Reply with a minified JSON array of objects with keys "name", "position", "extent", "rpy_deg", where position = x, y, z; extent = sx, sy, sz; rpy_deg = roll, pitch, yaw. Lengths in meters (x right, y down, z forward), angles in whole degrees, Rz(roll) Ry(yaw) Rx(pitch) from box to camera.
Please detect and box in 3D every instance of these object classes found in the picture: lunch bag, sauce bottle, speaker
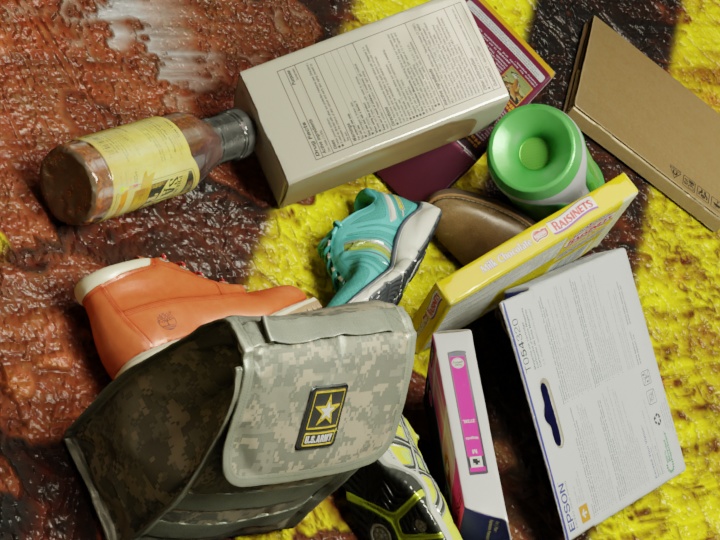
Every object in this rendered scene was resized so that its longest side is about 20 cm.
[{"name":"lunch bag","position":[-0.070,0.095,1.381],"extent":[0.163,0.200,0.118],"rpy_deg":[-4,59,-46]},{"name":"sauce bottle","position":[-0.153,-0.084,1.568],"extent":[0.199,0.066,0.066],"rpy_deg":[-22,73,-48]},{"name":"speaker","position":[0.160,-0.082,1.777],"extent":[0.089,0.088,0.200],"rpy_deg":[58,6,15]}]

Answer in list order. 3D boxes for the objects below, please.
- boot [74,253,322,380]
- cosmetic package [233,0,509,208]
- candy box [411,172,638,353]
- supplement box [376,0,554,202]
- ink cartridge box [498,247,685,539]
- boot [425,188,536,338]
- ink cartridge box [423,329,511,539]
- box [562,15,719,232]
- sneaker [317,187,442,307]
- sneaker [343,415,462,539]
[{"name":"boot","position":[-0.115,0.026,1.506],"extent":[0.199,0.075,0.108],"rpy_deg":[-13,62,-47]},{"name":"cosmetic package","position":[0.008,-0.137,1.674],"extent":[0.198,0.071,0.106],"rpy_deg":[-20,78,-13]},{"name":"candy box","position":[0.129,-0.006,1.675],"extent":[0.199,0.102,0.026],"rpy_deg":[-30,73,-25]},{"name":"supplement box","position":[0.076,-0.149,1.824],"extent":[0.110,0.086,0.200],"rpy_deg":[45,38,-1]},{"name":"ink cartridge box","position":[0.178,0.098,1.685],"extent":[0.199,0.043,0.198],"rpy_deg":[-19,95,-50]},{"name":"boot","position":[0.129,0.010,1.755],"extent":[0.200,0.074,0.076],"rpy_deg":[39,48,-13]},{"name":"ink cartridge box","position":[0.080,0.152,1.556],"extent":[0.037,0.095,0.201],"rpy_deg":[-6,54,-9]},{"name":"box","position":[0.293,-0.148,2.080],"extent":[0.199,0.021,0.164],"rpy_deg":[35,39,-14]},{"name":"sneaker","position":[0.000,0.000,1.652],"extent":[0.079,0.078,0.200],"rpy_deg":[25,34,4]},{"name":"sneaker","position":[0.027,0.149,1.526],"extent":[0.076,0.075,0.201],"rpy_deg":[-21,74,-50]}]
